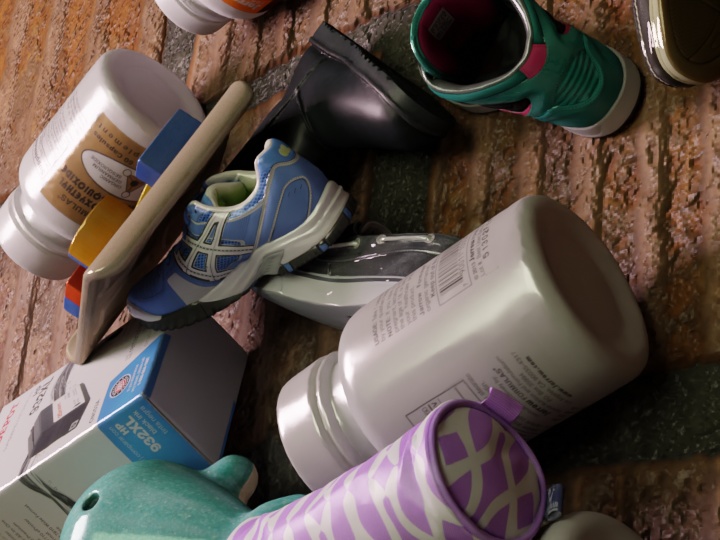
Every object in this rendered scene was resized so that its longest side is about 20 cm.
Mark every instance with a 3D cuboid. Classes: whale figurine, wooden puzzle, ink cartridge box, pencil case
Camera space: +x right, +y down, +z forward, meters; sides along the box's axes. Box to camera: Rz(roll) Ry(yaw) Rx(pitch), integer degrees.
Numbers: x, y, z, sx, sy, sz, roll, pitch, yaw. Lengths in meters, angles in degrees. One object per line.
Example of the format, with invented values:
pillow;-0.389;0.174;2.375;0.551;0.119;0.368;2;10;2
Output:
whale figurine;-0.116;0.173;0.896;0.199;0.104;0.160;-17;35;46
wooden puzzle;-0.159;-0.038;1.034;0.186;0.046;0.200;-56;2;-27
ink cartridge box;-0.192;0.123;1.054;0.199;0.084;0.145;-33;24;22
pencil case;0.007;0.133;0.739;0.200;0.084;0.086;-35;34;38

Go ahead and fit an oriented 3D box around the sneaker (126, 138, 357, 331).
sneaker;-0.095;-0.025;0.979;0.199;0.077;0.076;-31;22;30

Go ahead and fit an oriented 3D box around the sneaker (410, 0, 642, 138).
sneaker;0.071;-0.142;0.901;0.200;0.120;0.084;24;91;53

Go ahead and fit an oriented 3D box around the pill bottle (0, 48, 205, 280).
pill bottle;-0.235;-0.088;1.250;0.200;0.114;0.115;-45;43;27

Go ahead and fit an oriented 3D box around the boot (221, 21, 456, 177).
boot;-0.027;-0.078;1.022;0.169;0.076;0.200;-57;32;8

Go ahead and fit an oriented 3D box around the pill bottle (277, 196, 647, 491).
pill bottle;0.053;0.055;0.809;0.200;0.114;0.115;-35;48;28

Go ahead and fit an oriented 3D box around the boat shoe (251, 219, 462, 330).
boat shoe;0.000;0.000;0.959;0.199;0.072;0.068;0;67;54

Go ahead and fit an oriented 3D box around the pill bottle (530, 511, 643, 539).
pill bottle;0.067;0.215;0.738;0.200;0.115;0.116;-36;48;34

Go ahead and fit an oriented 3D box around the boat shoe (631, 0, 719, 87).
boat shoe;0.184;-0.191;0.840;0.065;0.073;0.201;-29;47;53

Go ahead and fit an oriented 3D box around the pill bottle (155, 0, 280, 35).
pill bottle;-0.084;-0.279;1.163;0.200;0.113;0.114;-31;51;39
